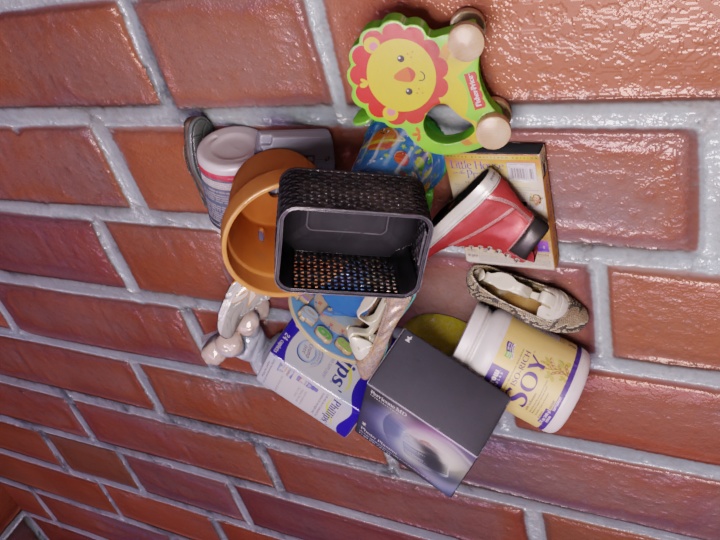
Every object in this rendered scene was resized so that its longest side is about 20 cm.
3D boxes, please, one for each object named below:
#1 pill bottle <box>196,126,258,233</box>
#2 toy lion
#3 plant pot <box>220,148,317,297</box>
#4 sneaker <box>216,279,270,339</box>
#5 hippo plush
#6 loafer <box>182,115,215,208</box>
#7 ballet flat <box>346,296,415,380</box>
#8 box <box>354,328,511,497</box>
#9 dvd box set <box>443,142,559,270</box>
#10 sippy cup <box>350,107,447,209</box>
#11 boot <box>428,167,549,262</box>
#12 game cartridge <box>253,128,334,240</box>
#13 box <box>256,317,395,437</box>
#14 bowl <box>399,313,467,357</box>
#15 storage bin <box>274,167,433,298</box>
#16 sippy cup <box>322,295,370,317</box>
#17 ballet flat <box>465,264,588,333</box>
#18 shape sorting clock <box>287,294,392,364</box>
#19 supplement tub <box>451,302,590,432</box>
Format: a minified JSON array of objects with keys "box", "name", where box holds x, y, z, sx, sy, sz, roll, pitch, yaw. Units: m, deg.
[{"box":[-0.199,-0.123,1.315,0.118,0.120,0.202,16,136,19],"name":"pill bottle"},{"box":[0.084,-0.239,1.026,0.188,0.069,0.202,-13,123,20],"name":"toy lion"},{"box":[-0.113,-0.084,1.156,0.196,0.141,0.203,-10,132,-11],"name":"plant pot"},{"box":[-0.194,0.041,1.442,0.091,0.076,0.203,24,98,-2],"name":"sneaker"},{"box":[-0.218,0.163,1.569,0.161,0.160,0.199,46,137,-14],"name":"hippo plush"},{"box":[-0.272,-0.175,1.355,0.062,0.072,0.202,16,138,29],"name":"loafer"},{"box":[0.017,0.082,1.206,0.066,0.068,0.202,9,121,-27],"name":"ballet flat"},{"box":[0.106,0.230,1.254,0.198,0.124,0.200,32,149,13],"name":"box"},{"box":[0.207,-0.092,1.148,0.144,0.030,0.202,6,132,30],"name":"dvd box set"},{"box":[0.046,-0.140,1.132,0.177,0.131,0.140,36,140,-4],"name":"sippy cup"},{"box":[0.173,-0.040,1.146,0.144,0.073,0.200,41,137,-9],"name":"boot"},{"box":[-0.108,-0.131,1.246,0.042,0.131,0.203,54,143,42],"name":"game cartridge"},{"box":[-0.057,0.164,1.447,0.198,0.185,0.105,32,138,0],"name":"box"},{"box":[0.140,0.188,1.399,0.197,0.108,0.202,17,137,17],"name":"bowl"},{"box":[-0.013,-0.049,1.041,0.196,0.095,0.137,3,128,-9],"name":"storage bin"},{"box":[0.000,0.000,1.283,0.177,0.131,0.140,-25,114,44],"name":"sippy cup"},{"box":[0.253,0.040,1.210,0.197,0.069,0.075,21,163,17],"name":"ballet flat"},{"box":[-0.030,0.069,1.329,0.198,0.201,0.039,33,128,0],"name":"shape sorting clock"},{"box":[0.250,0.151,1.264,0.197,0.146,0.147,27,139,7],"name":"supplement tub"}]
